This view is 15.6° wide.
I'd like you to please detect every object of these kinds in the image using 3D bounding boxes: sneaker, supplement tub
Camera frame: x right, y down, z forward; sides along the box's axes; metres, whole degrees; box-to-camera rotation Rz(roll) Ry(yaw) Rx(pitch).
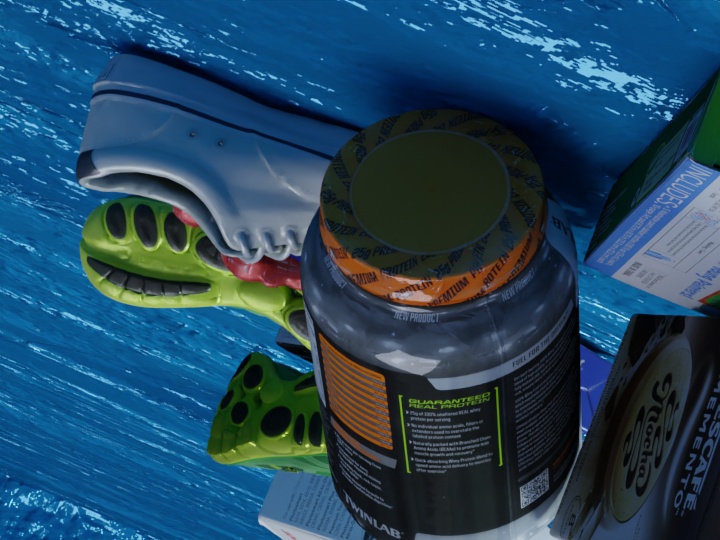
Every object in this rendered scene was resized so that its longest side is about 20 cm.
[{"bbox_3d":[-0.039,-0.035,1.241,0.199,0.071,0.073,19,167,3],"label":"sneaker"},{"bbox_3d":[0.038,0.029,1.175,0.122,0.123,0.200,17,144,18],"label":"supplement tub"},{"bbox_3d":[-0.026,0.096,1.551,0.083,0.074,0.200,32,165,-27],"label":"sneaker"},{"bbox_3d":[-0.045,-0.006,1.384,0.199,0.074,0.084,16,-161,-2],"label":"sneaker"}]

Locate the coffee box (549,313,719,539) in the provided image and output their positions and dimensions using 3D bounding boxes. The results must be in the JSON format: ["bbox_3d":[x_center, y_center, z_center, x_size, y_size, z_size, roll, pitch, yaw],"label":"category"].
[{"bbox_3d":[0.158,0.083,1.119,0.079,0.114,0.200,22,175,-10],"label":"coffee box"}]

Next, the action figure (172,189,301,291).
[{"bbox_3d":[0.000,0.000,1.298,0.199,0.052,0.065,20,-158,-14],"label":"action figure"}]

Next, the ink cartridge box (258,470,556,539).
[{"bbox_3d":[0.040,0.204,2.058,0.199,0.085,0.146,17,166,24],"label":"ink cartridge box"}]

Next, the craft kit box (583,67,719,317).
[{"bbox_3d":[0.203,-0.002,1.046,0.197,0.049,0.200,25,167,-2],"label":"craft kit box"}]

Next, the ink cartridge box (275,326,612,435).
[{"bbox_3d":[0.047,0.049,1.501,0.094,0.044,0.200,30,165,-35],"label":"ink cartridge box"}]
